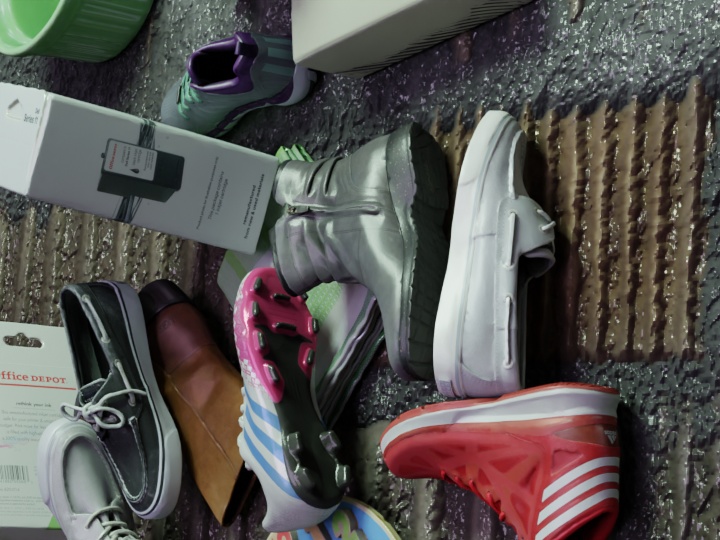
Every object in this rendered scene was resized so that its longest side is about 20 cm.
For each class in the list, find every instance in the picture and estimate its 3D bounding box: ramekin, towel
[{"bbox_3d":[-0.266,-0.289,1.734,0.199,0.097,0.202,-14,72,50],"label":"ramekin"},{"bbox_3d":[-0.047,0.014,1.449,0.150,0.031,0.200,-60,42,24],"label":"towel"}]

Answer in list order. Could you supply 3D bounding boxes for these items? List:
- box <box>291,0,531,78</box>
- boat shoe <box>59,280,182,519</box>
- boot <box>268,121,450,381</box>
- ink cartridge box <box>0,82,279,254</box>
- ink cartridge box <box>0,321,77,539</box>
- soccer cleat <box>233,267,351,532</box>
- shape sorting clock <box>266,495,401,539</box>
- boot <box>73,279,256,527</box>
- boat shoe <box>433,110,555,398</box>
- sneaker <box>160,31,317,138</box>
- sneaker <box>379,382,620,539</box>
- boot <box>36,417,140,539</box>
[{"bbox_3d":[0.034,-0.208,1.357,0.199,0.068,0.083,-16,70,50],"label":"box"},{"bbox_3d":[-0.199,0.104,1.506,0.073,0.068,0.201,-20,77,41],"label":"boat shoe"},{"bbox_3d":[0.000,0.000,1.335,0.131,0.070,0.201,-18,56,28],"label":"boot"},{"bbox_3d":[-0.187,-0.081,1.488,0.146,0.199,0.084,18,92,63],"label":"ink cartridge box"},{"bbox_3d":[-0.306,0.150,1.682,0.067,0.117,0.201,-39,54,44],"label":"ink cartridge box"},{"bbox_3d":[-0.067,0.097,1.380,0.086,0.070,0.201,-40,54,42],"label":"soccer cleat"},{"bbox_3d":[-0.022,0.264,1.360,0.199,0.039,0.202,-14,72,51],"label":"shape sorting clock"},{"bbox_3d":[-0.148,0.137,1.548,0.200,0.068,0.189,48,113,36],"label":"boot"},{"bbox_3d":[0.096,-0.012,1.241,0.068,0.072,0.201,4,64,17],"label":"boat shoe"},{"bbox_3d":[-0.123,-0.160,1.532,0.199,0.087,0.075,-18,69,49],"label":"sneaker"},{"bbox_3d":[0.086,0.144,1.214,0.200,0.078,0.116,-22,65,50],"label":"sneaker"},{"bbox_3d":[-0.197,0.217,1.530,0.095,0.073,0.201,4,115,55],"label":"boot"}]
